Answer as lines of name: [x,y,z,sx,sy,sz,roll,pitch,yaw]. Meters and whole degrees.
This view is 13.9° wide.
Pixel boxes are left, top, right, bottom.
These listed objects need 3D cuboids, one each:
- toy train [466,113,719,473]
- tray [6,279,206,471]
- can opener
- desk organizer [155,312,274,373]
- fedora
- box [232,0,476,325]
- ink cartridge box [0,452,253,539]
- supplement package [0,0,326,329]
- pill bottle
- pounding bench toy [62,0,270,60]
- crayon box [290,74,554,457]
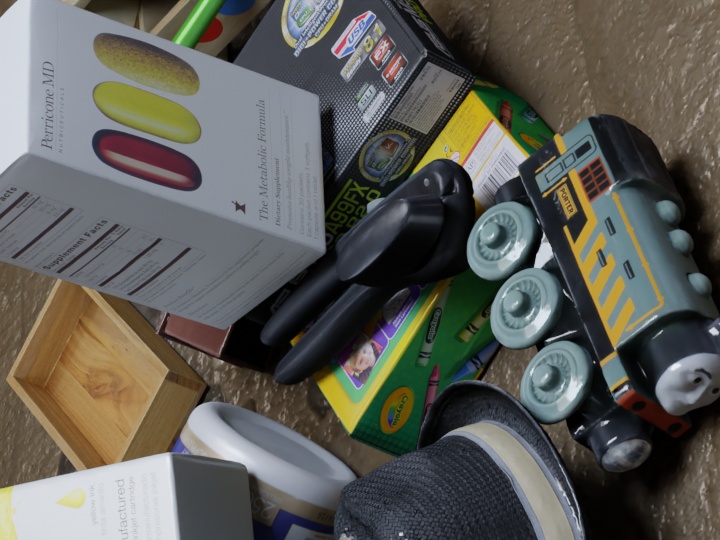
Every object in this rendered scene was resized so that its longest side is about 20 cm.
toy train: [0.131,0.011,1.580,0.114,0.085,0.201,-40,45,22]
tray: [-0.176,0.077,2.035,0.099,0.037,0.200,-62,32,9]
can opener: [0.000,0.000,1.691,0.200,0.078,0.064,-42,48,47]
desk organizer: [-0.047,-0.033,1.881,0.077,0.072,0.201,21,88,55]
fedora: [0.046,0.155,1.544,0.200,0.091,0.202,31,125,59]
box: [-0.030,-0.086,1.792,0.200,0.044,0.160,-54,39,18]
ink cartridge box: [-0.161,0.194,1.688,0.199,0.083,0.146,-14,76,28]
supplement package: [-0.132,-0.060,1.694,0.109,0.199,0.114,-37,47,43]
pill bottle: [-0.090,0.190,1.763,0.201,0.115,0.116,-63,32,7]
pounding bench toy: [-0.120,-0.196,2.038,0.156,0.124,0.201,-40,41,35]
crayon box: [0.045,-0.003,1.737,0.200,0.058,0.119,-57,33,15]
